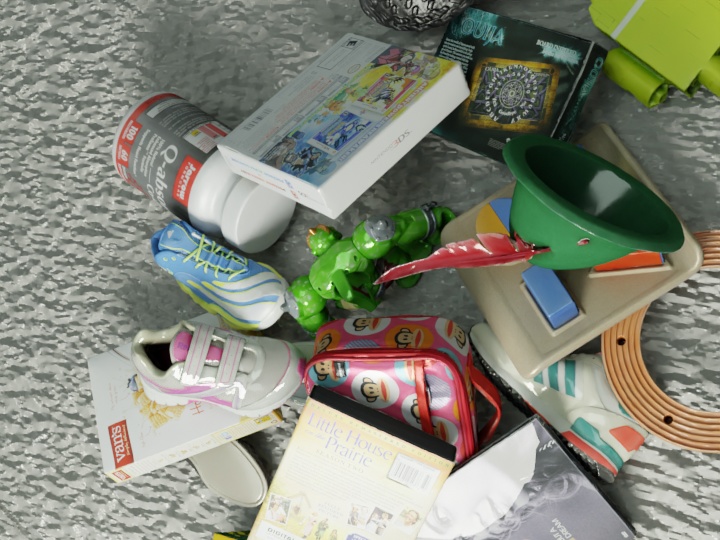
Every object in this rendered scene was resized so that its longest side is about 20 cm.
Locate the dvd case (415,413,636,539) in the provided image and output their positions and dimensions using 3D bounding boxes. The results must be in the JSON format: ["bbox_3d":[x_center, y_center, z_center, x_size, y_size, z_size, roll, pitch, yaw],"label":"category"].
[{"bbox_3d":[0.132,0.241,1.111,0.199,0.016,0.149,-38,100,22],"label":"dvd case"}]

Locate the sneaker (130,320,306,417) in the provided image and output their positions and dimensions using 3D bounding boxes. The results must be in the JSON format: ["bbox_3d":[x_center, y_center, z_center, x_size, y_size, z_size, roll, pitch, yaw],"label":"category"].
[{"bbox_3d":[-0.153,0.097,1.218,0.198,0.088,0.082,-3,61,20],"label":"sneaker"}]

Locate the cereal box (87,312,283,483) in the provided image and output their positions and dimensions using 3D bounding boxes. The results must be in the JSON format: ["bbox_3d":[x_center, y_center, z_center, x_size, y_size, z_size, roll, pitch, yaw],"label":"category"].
[{"bbox_3d":[-0.193,0.129,1.294,0.198,0.040,0.145,-21,59,6],"label":"cereal box"}]

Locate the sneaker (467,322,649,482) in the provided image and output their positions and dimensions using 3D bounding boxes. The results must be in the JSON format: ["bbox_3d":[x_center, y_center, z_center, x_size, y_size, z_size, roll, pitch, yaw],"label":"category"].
[{"bbox_3d":[0.191,0.103,1.125,0.093,0.070,0.200,-43,59,-6],"label":"sneaker"}]

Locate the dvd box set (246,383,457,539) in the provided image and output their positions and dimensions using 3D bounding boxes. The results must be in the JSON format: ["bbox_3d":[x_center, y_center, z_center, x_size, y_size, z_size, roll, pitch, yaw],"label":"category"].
[{"bbox_3d":[-0.014,0.216,1.104,0.145,0.029,0.201,23,116,0],"label":"dvd box set"}]

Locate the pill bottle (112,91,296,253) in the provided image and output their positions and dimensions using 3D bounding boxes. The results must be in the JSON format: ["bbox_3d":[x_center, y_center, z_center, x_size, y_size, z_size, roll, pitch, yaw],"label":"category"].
[{"bbox_3d":[-0.172,-0.108,1.322,0.199,0.116,0.117,33,99,29],"label":"pill bottle"}]

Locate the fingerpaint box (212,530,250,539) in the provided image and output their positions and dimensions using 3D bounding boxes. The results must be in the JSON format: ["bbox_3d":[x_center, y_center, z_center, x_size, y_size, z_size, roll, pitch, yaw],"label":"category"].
[{"bbox_3d":[-0.083,0.386,1.227,0.165,0.073,0.202,7,86,30],"label":"fingerpaint box"}]

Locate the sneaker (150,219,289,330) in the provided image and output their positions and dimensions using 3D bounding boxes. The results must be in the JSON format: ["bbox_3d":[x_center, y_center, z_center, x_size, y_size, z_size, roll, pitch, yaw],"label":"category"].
[{"bbox_3d":[-0.161,0.002,1.264,0.199,0.105,0.076,16,73,49],"label":"sneaker"}]

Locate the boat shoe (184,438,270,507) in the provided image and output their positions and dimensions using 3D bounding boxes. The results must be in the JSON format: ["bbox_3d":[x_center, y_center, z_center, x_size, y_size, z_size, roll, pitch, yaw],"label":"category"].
[{"bbox_3d":[-0.169,0.192,1.321,0.199,0.057,0.067,29,101,24],"label":"boat shoe"}]

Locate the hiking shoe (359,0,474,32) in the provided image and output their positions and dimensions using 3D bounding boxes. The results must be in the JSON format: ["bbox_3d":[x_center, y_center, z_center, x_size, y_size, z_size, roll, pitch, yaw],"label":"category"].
[{"bbox_3d":[0.094,-0.308,1.220,0.198,0.076,0.101,-15,32,15],"label":"hiking shoe"}]

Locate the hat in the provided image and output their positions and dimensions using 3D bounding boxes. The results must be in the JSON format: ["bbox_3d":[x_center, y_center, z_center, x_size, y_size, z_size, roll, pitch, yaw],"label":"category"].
[{"bbox_3d":[0.161,-0.008,1.063,0.200,0.165,0.177,43,122,31],"label":"hat"}]

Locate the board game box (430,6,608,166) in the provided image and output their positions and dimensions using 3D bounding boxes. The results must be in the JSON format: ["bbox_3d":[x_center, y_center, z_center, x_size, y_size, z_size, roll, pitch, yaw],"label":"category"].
[{"bbox_3d":[0.138,-0.179,1.171,0.200,0.028,0.136,32,99,48],"label":"board game box"}]

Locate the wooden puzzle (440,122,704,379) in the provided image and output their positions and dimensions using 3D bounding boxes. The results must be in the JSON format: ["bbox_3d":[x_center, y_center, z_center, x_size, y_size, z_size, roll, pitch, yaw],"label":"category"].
[{"bbox_3d":[0.187,-0.026,1.110,0.199,0.046,0.186,-35,57,9],"label":"wooden puzzle"}]

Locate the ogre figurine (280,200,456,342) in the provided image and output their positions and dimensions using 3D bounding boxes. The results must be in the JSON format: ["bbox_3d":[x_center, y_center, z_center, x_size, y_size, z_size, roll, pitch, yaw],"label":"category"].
[{"bbox_3d":[0.000,0.000,1.207,0.199,0.120,0.099,-21,73,25],"label":"ogre figurine"}]

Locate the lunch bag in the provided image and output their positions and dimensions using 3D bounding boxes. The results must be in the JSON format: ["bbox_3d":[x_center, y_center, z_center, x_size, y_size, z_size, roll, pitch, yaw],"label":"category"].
[{"bbox_3d":[0.047,0.137,1.128,0.174,0.082,0.202,-3,124,13],"label":"lunch bag"}]

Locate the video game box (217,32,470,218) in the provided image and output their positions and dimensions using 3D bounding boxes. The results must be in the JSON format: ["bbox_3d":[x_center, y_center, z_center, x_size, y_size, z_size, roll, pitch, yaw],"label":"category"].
[{"bbox_3d":[-0.018,-0.152,1.201,0.200,0.047,0.182,-43,38,-18],"label":"video game box"}]

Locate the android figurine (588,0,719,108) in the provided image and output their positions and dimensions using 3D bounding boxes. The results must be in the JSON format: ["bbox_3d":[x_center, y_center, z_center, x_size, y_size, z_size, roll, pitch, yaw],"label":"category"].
[{"bbox_3d":[0.298,-0.248,1.117,0.200,0.041,0.183,42,104,27],"label":"android figurine"}]

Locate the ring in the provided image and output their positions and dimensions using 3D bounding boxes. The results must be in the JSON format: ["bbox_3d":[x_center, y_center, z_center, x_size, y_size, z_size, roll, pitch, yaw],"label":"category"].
[{"bbox_3d":[0.314,0.062,1.058,0.198,0.019,0.203,-7,71,20],"label":"ring"}]

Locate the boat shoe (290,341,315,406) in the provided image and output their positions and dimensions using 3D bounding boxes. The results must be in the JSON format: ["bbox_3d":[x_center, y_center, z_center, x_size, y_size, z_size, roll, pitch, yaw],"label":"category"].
[{"bbox_3d":[0.005,0.123,1.234,0.198,0.073,0.062,9,131,23],"label":"boat shoe"}]
